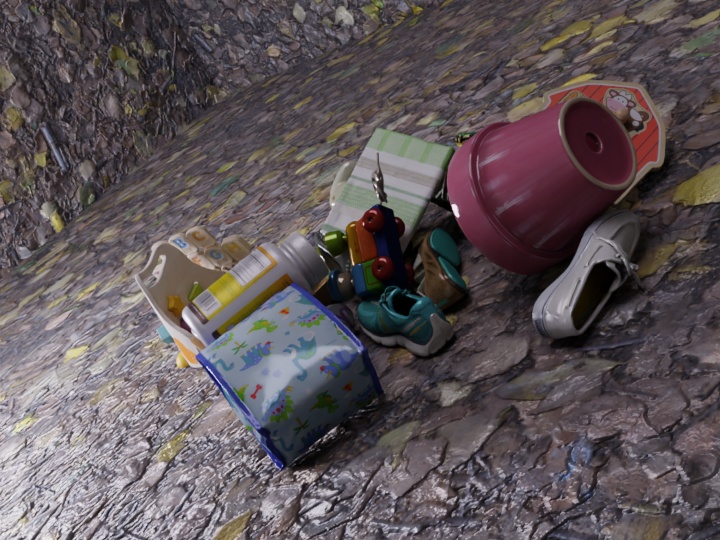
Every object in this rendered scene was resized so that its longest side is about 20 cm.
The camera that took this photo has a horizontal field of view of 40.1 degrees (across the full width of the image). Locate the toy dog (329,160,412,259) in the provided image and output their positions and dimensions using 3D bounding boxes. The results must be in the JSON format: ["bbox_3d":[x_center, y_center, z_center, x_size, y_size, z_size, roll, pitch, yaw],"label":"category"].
[{"bbox_3d":[0.015,-0.083,1.629,0.194,0.140,0.200,-47,22,-6],"label":"toy dog"}]

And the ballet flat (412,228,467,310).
[{"bbox_3d":[0.108,0.004,1.419,0.072,0.068,0.200,-46,20,17],"label":"ballet flat"}]

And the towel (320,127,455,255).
[{"bbox_3d":[0.043,-0.116,1.507,0.148,0.031,0.201,21,75,30],"label":"towel"}]

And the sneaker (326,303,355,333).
[{"bbox_3d":[-0.086,0.114,1.391,0.099,0.075,0.200,-5,32,47],"label":"sneaker"}]

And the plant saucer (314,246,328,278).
[{"bbox_3d":[-0.110,0.040,1.622,0.199,0.031,0.201,-25,32,17],"label":"plant saucer"}]

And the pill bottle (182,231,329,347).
[{"bbox_3d":[-0.143,0.037,1.382,0.200,0.110,0.109,-40,22,-10],"label":"pill bottle"}]

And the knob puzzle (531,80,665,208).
[{"bbox_3d":[0.339,-0.203,1.382,0.218,0.031,0.221,-1,59,1],"label":"knob puzzle"}]

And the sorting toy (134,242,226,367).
[{"bbox_3d":[-0.305,0.048,1.682,0.106,0.180,0.200,-25,22,28],"label":"sorting toy"}]

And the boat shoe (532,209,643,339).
[{"bbox_3d":[0.285,0.001,1.143,0.202,0.075,0.086,-44,24,-27],"label":"boat shoe"}]

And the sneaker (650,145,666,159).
[{"bbox_3d":[0.362,-0.199,1.453,0.075,0.107,0.200,-34,22,-11],"label":"sneaker"}]

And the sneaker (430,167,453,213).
[{"bbox_3d":[0.138,-0.123,1.543,0.200,0.089,0.068,33,102,48],"label":"sneaker"}]

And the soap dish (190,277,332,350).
[{"bbox_3d":[-0.148,0.073,1.505,0.200,0.081,0.157,-45,35,-15],"label":"soap dish"}]

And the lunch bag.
[{"bbox_3d":[-0.097,0.121,1.255,0.170,0.128,0.200,-36,51,-14],"label":"lunch bag"}]

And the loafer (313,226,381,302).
[{"bbox_3d":[0.000,0.000,1.518,0.075,0.070,0.200,-29,45,-13],"label":"loafer"}]

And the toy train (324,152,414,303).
[{"bbox_3d":[-0.002,-0.057,1.425,0.115,0.202,0.085,-18,-15,25],"label":"toy train"}]

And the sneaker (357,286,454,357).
[{"bbox_3d":[0.055,0.054,1.331,0.077,0.080,0.200,-39,21,-21],"label":"sneaker"}]

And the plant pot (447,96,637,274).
[{"bbox_3d":[0.238,-0.118,1.241,0.179,0.200,0.200,-35,10,50],"label":"plant pot"}]

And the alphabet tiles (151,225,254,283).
[{"bbox_3d":[-0.268,-0.002,1.764,0.199,0.196,0.015,-19,45,27],"label":"alphabet tiles"}]

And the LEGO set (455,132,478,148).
[{"bbox_3d":[0.239,-0.150,1.465,0.198,0.117,0.154,-7,11,-14],"label":"LEGO set"}]
